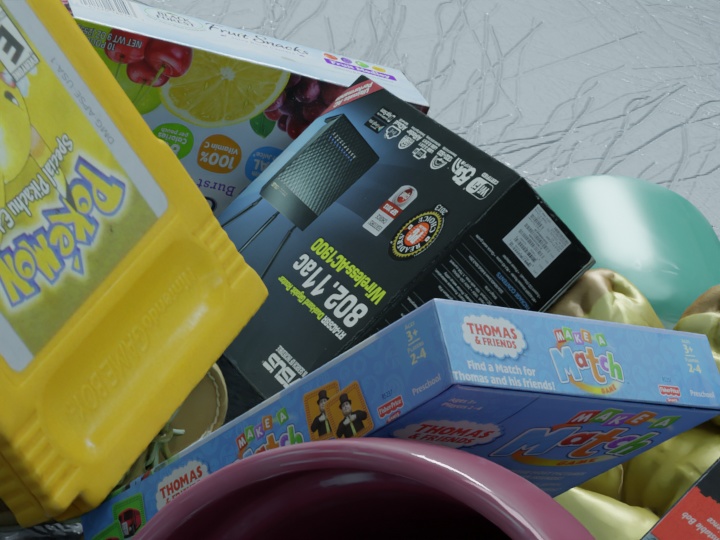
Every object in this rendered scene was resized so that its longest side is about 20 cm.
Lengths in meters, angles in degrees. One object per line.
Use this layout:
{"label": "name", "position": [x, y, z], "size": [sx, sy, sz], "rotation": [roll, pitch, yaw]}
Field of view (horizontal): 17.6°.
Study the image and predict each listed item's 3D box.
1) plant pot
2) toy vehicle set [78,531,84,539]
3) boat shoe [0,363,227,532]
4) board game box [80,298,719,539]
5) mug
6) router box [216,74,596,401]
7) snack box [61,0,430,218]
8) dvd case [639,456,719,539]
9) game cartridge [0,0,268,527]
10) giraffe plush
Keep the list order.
{"label": "plant pot", "position": [0.023, 0.158, 0.800], "size": [0.200, 0.200, 0.179], "rotation": [33, 8, 21]}
{"label": "toy vehicle set", "position": [-0.018, 0.132, 1.002], "size": [0.124, 0.027, 0.200], "rotation": [34, 25, 23]}
{"label": "boat shoe", "position": [-0.122, 0.073, 0.946], "size": [0.063, 0.073, 0.200], "rotation": [-6, 10, 46]}
{"label": "board game box", "position": [0.015, 0.072, 0.873], "size": [0.151, 0.200, 0.037], "rotation": [8, 60, -44]}
{"label": "mug", "position": [0.136, 0.050, 1.166], "size": [0.185, 0.152, 0.114], "rotation": [17, 34, -22]}
{"label": "router box", "position": [0.000, 0.000, 1.092], "size": [0.062, 0.150, 0.200], "rotation": [46, -3, -28]}
{"label": "snack box", "position": [-0.083, -0.053, 1.197], "size": [0.200, 0.142, 0.053], "rotation": [12, 24, -24]}
{"label": "dvd case", "position": [0.142, 0.170, 0.901], "size": [0.146, 0.200, 0.022], "rotation": [37, -18, 31]}
{"label": "game cartridge", "position": [-0.133, -0.022, 0.900], "size": [0.200, 0.032, 0.176], "rotation": [53, 38, -14]}
{"label": "giraffe plush", "position": [0.156, 0.113, 1.045], "size": [0.200, 0.173, 0.162], "rotation": [24, -19, 26]}
